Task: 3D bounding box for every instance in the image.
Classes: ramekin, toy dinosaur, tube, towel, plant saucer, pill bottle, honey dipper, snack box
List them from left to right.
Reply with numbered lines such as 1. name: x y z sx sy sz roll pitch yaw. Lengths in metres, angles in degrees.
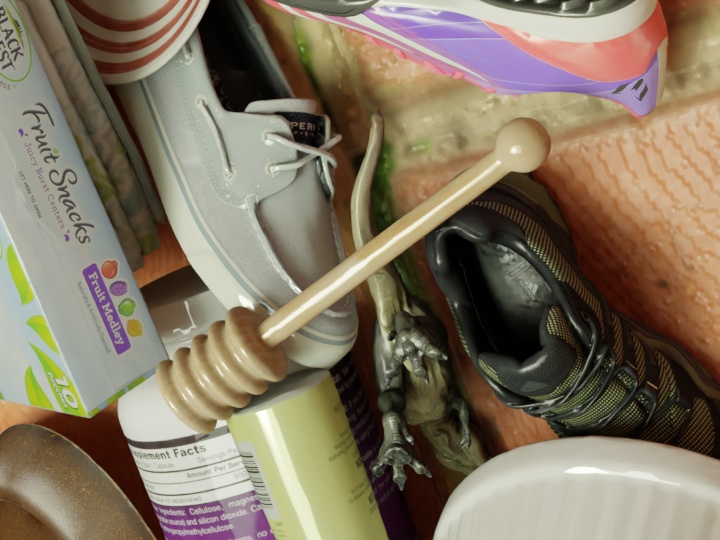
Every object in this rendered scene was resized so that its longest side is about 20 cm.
1. snack box: -0.172 -0.039 1.242 0.142 0.053 0.201 4 121 55
2. towel: -0.178 -0.083 1.313 0.171 0.048 0.200 -11 107 60
3. plant saucer: -0.142 0.173 1.406 0.200 0.032 0.201 38 141 38
4. pill bottle: -0.042 0.095 1.314 0.112 0.112 0.201 -12 104 33
5. tube: -0.001 0.143 1.242 0.052 0.058 0.201 -9 104 51
6. honey dipper: 0.000 0.000 1.177 0.200 0.038 0.038 -36 92 18
7. toy dinosaur: 0.021 0.037 1.242 0.047 0.088 0.200 -10 126 9
8. ramekin: 0.118 0.171 1.223 0.202 0.094 0.203 12 140 10

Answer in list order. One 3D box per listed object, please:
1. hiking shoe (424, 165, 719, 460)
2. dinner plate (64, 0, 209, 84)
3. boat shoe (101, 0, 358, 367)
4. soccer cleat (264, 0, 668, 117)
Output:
1. hiking shoe: 0.090 0.048 1.220 0.076 0.101 0.200 -42 87 25
2. dinner plate: -0.111 -0.183 1.253 0.200 0.024 0.201 14 108 48
3. boat shoe: -0.049 -0.053 1.250 0.072 0.070 0.201 -45 63 34
4. soccer cleat: 0.039 -0.108 1.212 0.199 0.068 0.073 10 137 30
